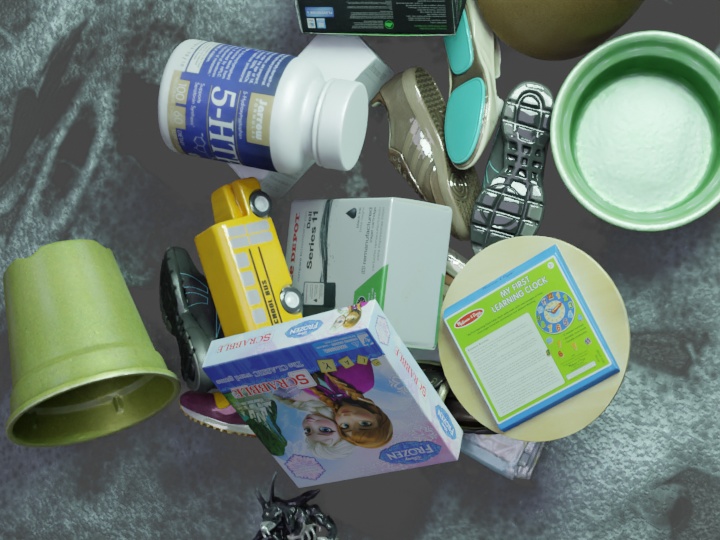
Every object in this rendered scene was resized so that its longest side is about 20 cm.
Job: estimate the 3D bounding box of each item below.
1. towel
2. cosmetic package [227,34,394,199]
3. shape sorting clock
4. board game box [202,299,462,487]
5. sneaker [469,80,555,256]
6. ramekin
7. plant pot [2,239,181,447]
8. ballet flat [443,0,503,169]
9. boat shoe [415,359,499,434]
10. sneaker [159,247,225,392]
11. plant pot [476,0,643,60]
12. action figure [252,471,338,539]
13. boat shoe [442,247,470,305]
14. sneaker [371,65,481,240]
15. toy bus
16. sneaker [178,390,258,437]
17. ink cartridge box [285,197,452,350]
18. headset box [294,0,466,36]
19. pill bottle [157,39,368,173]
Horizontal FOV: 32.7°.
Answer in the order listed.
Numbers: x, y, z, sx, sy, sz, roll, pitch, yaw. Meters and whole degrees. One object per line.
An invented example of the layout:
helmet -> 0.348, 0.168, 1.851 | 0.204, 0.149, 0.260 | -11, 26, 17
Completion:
towel -> 0.129, 0.111, 1.338 | 0.198, 0.048, 0.173 | 27, 90, 14
cosmetic package -> -0.060, -0.179, 1.377 | 0.200, 0.102, 0.074 | -45, 78, 9
shape sorting clock -> 0.169, 0.067, 1.215 | 0.197, 0.039, 0.204 | 3, 96, 25
board game box -> -0.026, 0.131, 1.240 | 0.197, 0.041, 0.200 | -15, 127, 28
sneaker -> 0.169, -0.099, 1.325 | 0.074, 0.079, 0.203 | 17, 90, 3
ramekin -> 0.296, -0.137, 1.278 | 0.196, 0.098, 0.204 | -1, 86, 9
plant pot -> -0.321, 0.075, 1.393 | 0.198, 0.200, 0.187 | -24, 69, 11
ballet flat -> 0.129, -0.204, 1.342 | 0.068, 0.069, 0.204 | -4, 76, 14
boat shoe -> 0.089, 0.132, 1.287 | 0.196, 0.065, 0.075 | 2, 86, 14
sneaker -> -0.176, 0.054, 1.387 | 0.078, 0.076, 0.202 | -5, 50, -24
plant pot -> 0.227, -0.319, 1.232 | 0.183, 0.200, 0.190 | 0, 92, -11
action figure -> -0.063, 0.321, 1.344 | 0.119, 0.102, 0.201 | -40, 79, 20
boat shoe -> 0.132, 0.047, 1.287 | 0.199, 0.076, 0.072 | 36, 98, 21
sneaker -> 0.074, -0.121, 1.367 | 0.075, 0.070, 0.203 | -23, 81, 36
toy bus -> -0.120, 0.007, 1.315 | 0.065, 0.077, 0.203 | -24, 83, 53
sneaker -> -0.105, 0.143, 1.384 | 0.197, 0.075, 0.092 | 11, 87, 7
ink cartridge box -> 0.000, 0.000, 1.302 | 0.199, 0.082, 0.149 | 2, 86, 56
headset box -> 0.034, -0.345, 1.321 | 0.171, 0.094, 0.201 | 3, 42, 14
pill bottle -> -0.098, -0.165, 1.273 | 0.197, 0.120, 0.122 | 11, 89, 15
